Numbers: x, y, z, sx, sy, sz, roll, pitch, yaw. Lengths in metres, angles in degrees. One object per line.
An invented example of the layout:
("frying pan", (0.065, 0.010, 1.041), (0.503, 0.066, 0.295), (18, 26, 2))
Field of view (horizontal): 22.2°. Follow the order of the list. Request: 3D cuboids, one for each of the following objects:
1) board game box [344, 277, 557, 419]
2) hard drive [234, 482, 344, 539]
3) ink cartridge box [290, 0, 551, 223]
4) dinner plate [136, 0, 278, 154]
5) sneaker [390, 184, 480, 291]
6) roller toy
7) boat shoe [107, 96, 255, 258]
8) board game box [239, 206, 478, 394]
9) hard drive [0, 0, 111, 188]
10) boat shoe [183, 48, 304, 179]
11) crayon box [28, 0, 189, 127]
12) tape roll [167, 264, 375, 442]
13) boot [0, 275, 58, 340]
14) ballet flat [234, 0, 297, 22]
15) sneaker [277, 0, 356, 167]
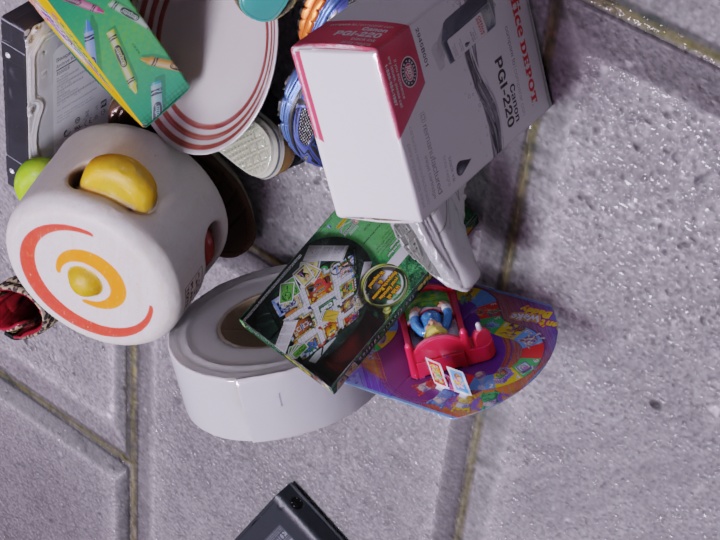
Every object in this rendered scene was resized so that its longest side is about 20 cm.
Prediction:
("board game box", (0.068, 0.047, 1.559), (0.200, 0.158, 0.039), (16, 136, 37))
("hard drive", (-0.042, 0.339, 2.002), (0.200, 0.033, 0.140), (47, 142, 6))
("ink cartridge box", (0.052, -0.146, 1.390), (0.085, 0.200, 0.146), (6, 124, 36))
("dinner plate", (-0.134, -0.202, 1.623), (0.200, 0.024, 0.201), (1, 91, 47))
("sneaker", (0.063, -0.080, 1.512), (0.200, 0.099, 0.078), (63, 166, -13))
("roller toy", (-0.225, -0.029, 1.687), (0.200, 0.140, 0.183), (-15, 123, 39))
("boat shoe", (-0.165, -0.105, 1.758), (0.075, 0.075, 0.203), (-28, 118, 10))
("board game box", (0.000, 0.000, 1.566), (0.105, 0.200, 0.023), (36, 164, 21))
("hard drive", (-0.278, -0.181, 1.741), (0.038, 0.140, 0.200), (30, 136, 24))
("boat shoe", (-0.117, -0.148, 1.669), (0.200, 0.062, 0.075), (41, 126, 36))
("crayon box", (-0.237, -0.225, 1.578), (0.119, 0.058, 0.200), (43, 172, 37))
("tape roll", (-0.074, 0.072, 1.688), (0.202, 0.202, 0.071), (13, 128, 38))
("boot", (-0.334, 0.010, 1.938), (0.200, 0.151, 0.073), (0, 120, 45))
("ballet flat", (-0.040, -0.285, 1.477), (0.071, 0.071, 0.200), (46, 129, 7))
("sneaker", (-0.016, -0.161, 1.552), (0.078, 0.075, 0.200), (32, 139, 18))
